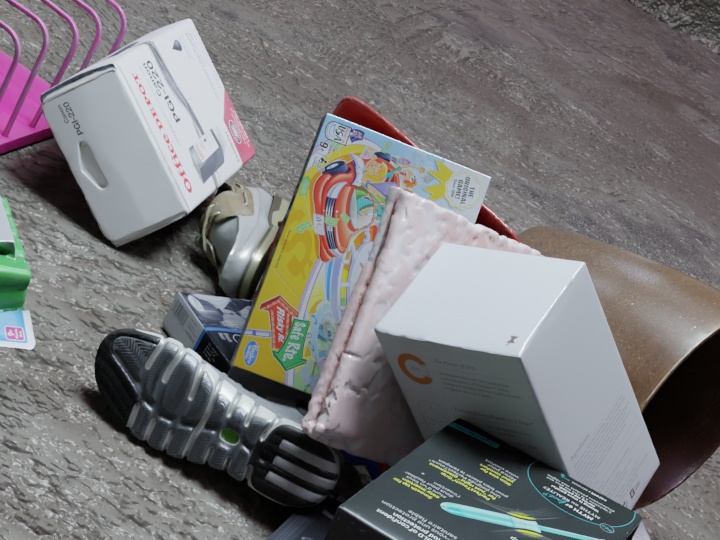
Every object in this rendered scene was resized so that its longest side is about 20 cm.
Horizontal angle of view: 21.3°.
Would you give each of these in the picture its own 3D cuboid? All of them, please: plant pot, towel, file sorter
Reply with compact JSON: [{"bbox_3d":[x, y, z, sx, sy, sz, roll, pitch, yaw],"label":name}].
[{"bbox_3d":[0.193,0.055,1.525,0.200,0.187,0.187,40,25,31],"label":"plant pot"},{"bbox_3d":[0.056,0.055,1.400,0.032,0.191,0.200,16,-6,45],"label":"towel"},{"bbox_3d":[-0.319,-0.200,1.689,0.139,0.126,0.200,34,23,10],"label":"file sorter"}]

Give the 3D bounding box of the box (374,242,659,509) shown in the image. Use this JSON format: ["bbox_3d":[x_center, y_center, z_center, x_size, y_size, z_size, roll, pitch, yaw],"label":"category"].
[{"bbox_3d":[0.113,0.091,1.349,0.124,0.200,0.098,9,47,38],"label":"box"}]

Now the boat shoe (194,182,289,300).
[{"bbox_3d":[-0.109,-0.027,1.661,0.068,0.075,0.200,25,14,-5],"label":"boat shoe"}]

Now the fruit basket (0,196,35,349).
[{"bbox_3d":[-0.335,-0.015,1.335,0.200,0.094,0.185,13,28,-28],"label":"fruit basket"}]

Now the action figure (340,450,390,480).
[{"bbox_3d":[0.033,0.163,1.456,0.065,0.052,0.200,20,24,-40],"label":"action figure"}]

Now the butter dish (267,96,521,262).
[{"bbox_3d":[-0.002,0.002,1.522,0.200,0.200,0.148,42,51,13],"label":"butter dish"}]

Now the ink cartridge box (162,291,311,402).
[{"bbox_3d":[-0.056,0.068,1.563,0.200,0.039,0.099,8,30,-43],"label":"ink cartridge box"}]

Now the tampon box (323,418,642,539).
[{"bbox_3d":[0.066,0.206,1.229,0.150,0.126,0.200,28,22,16],"label":"tampon box"}]

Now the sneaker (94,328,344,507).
[{"bbox_3d":[-0.099,0.107,1.412,0.200,0.075,0.115,32,9,8],"label":"sneaker"}]

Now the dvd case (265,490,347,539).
[{"bbox_3d":[0.024,0.238,1.326,0.200,0.025,0.150,35,23,10],"label":"dvd case"}]

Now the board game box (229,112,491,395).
[{"bbox_3d":[0.000,0.000,1.428,0.134,0.200,0.034,20,-3,-7],"label":"board game box"}]

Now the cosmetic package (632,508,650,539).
[{"bbox_3d":[0.177,0.248,1.425,0.101,0.071,0.200,22,24,-21],"label":"cosmetic package"}]

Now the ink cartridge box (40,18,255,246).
[{"bbox_3d":[-0.182,-0.125,1.673,0.146,0.085,0.200,64,22,-11],"label":"ink cartridge box"}]
